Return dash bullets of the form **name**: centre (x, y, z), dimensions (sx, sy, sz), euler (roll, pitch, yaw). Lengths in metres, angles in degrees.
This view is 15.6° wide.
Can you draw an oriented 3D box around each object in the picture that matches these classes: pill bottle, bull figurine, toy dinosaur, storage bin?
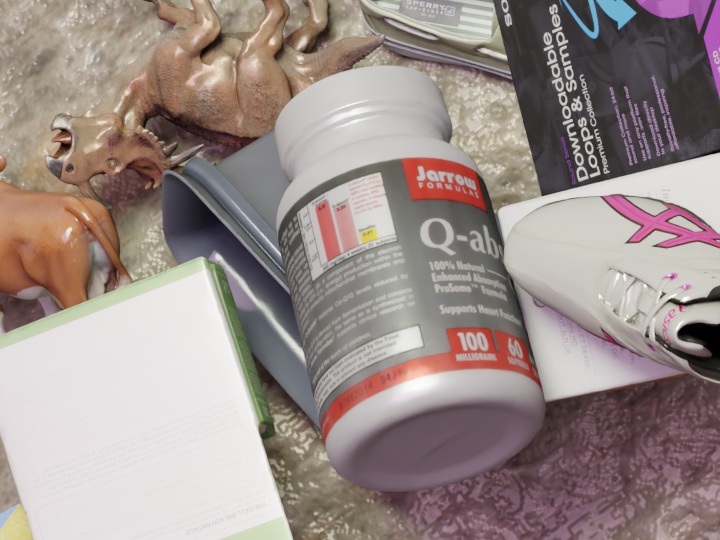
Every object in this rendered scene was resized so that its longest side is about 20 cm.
- **pill bottle**: centre (0.019, 0.002, 1.367), dimensions (0.115, 0.116, 0.201), euler (-21, 62, 14)
- **bull figurine**: centre (-0.200, -0.007, 1.567), dimensions (0.065, 0.199, 0.122), euler (-31, 113, -26)
- **toy dinosaur**: centre (-0.079, -0.102, 1.564), dimensions (0.198, 0.086, 0.137), euler (1, 87, 9)
- **storage bin**: centre (0.000, 0.000, 1.507), dimensions (0.134, 0.146, 0.200), euler (-36, 72, -19)

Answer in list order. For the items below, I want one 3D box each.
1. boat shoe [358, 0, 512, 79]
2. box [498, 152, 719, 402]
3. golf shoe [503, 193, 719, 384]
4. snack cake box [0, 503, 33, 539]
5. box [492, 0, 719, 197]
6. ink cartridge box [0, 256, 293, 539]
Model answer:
- **boat shoe**: centre (0.090, -0.143, 1.523), dimensions (0.198, 0.062, 0.073), euler (6, 85, 17)
- **box**: centre (0.197, -0.003, 1.396), dimensions (0.199, 0.152, 0.107), euler (-13, 85, 24)
- **golf shoe**: centre (0.155, 0.010, 1.282), dimensions (0.199, 0.092, 0.073), euler (17, 102, 23)
- **snack cake box**: centre (-0.203, 0.189, 1.546), dimensions (0.199, 0.115, 0.068), euler (-28, 76, 11)
- **box**: centre (0.146, -0.122, 1.378), dimensions (0.200, 0.036, 0.144), euler (-20, 83, 58)
- **ink cartridge box**: centre (-0.116, 0.111, 1.448), dimensions (0.145, 0.048, 0.201), euler (-21, 78, 8)
